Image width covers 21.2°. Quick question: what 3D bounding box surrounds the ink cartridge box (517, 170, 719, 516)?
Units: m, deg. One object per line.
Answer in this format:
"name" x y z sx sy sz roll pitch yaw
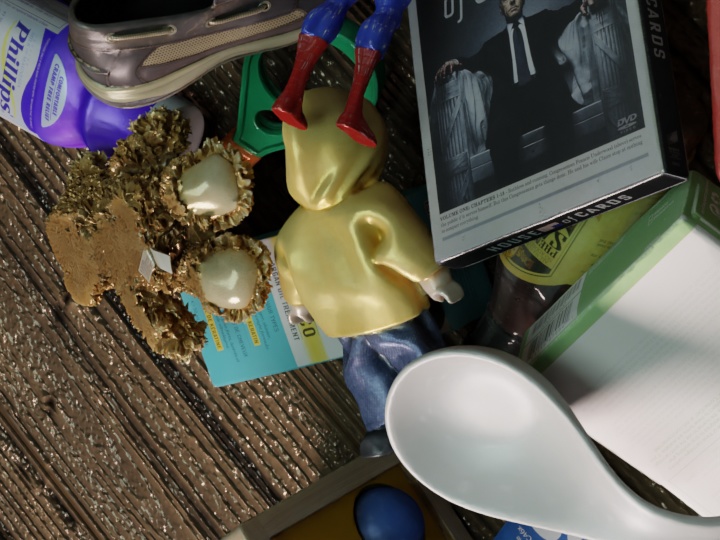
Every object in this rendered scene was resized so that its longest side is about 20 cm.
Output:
"ink cartridge box" 0.197 0.060 0.973 0.199 0.048 0.146 34 129 -9

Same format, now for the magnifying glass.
"magnifying glass" -0.055 -0.088 1.139 0.079 0.022 0.200 33 137 -15

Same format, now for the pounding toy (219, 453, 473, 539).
"pounding toy" 0.000 0.214 1.094 0.142 0.200 0.185 -41 79 40

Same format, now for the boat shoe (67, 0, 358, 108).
"boat shoe" -0.067 -0.158 1.037 0.075 0.199 0.073 56 175 25

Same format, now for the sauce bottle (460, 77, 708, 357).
"sauce bottle" 0.110 -0.015 1.015 0.066 0.066 0.201 42 125 21

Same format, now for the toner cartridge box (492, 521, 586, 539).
"toner cartridge box" 0.160 0.201 1.063 0.200 0.043 0.095 45 129 18

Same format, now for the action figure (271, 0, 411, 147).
"action figure" 0.012 -0.166 1.001 0.065 0.052 0.201 15 81 26

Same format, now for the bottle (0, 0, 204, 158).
"bottle" -0.186 -0.122 1.219 0.199 0.065 0.084 30 117 28

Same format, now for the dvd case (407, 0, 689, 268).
"dvd case" 0.087 -0.117 0.972 0.150 0.025 0.201 -22 66 42

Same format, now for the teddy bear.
"teddy bear" -0.109 -0.023 1.120 0.200 0.067 0.146 -30 86 57

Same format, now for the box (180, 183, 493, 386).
"box" -0.018 0.010 1.138 0.199 0.049 0.083 -16 95 42

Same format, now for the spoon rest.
"spoon rest" 0.106 0.097 0.965 0.199 0.061 0.100 18 127 6

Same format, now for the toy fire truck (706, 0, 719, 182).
"toy fire truck" 0.198 -0.146 0.828 0.112 0.168 0.201 7 110 37

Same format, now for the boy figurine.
"boy figurine" 0.000 0.000 1.044 0.124 0.064 0.201 -18 92 45
